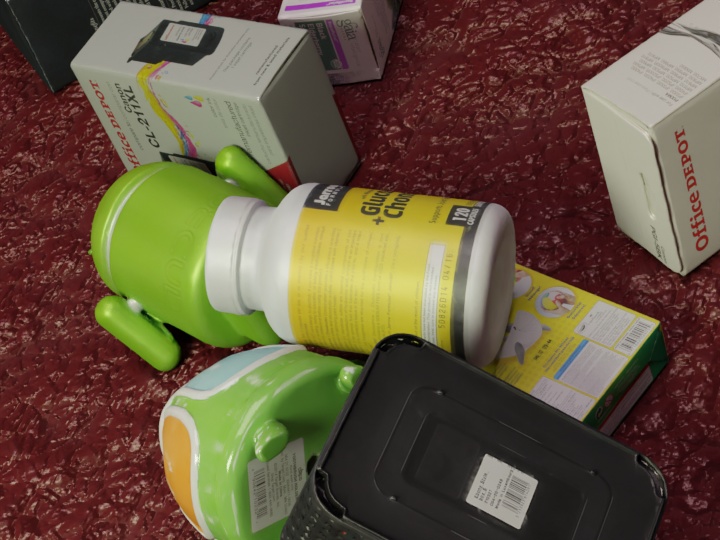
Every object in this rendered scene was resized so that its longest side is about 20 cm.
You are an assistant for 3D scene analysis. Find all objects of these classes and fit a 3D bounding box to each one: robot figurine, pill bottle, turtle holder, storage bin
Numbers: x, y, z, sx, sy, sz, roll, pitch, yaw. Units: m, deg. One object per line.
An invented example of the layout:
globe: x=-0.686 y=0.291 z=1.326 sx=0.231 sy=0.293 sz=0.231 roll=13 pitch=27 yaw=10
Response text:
robot figurine: x=-0.126 y=-0.014 z=1.359 sx=0.199 sy=0.116 sz=0.176 roll=24 pitch=71 yaw=38
pill bottle: x=0.000 y=0.000 z=1.210 sx=0.198 sy=0.113 sz=0.113 roll=7 pitch=49 yaw=15
turtle holder: x=-0.052 y=0.104 z=1.195 sx=0.131 sy=0.141 sz=0.186 roll=15 pitch=56 yaw=41
storage bin: x=0.068 y=0.147 z=1.068 sx=0.199 sy=0.094 sz=0.136 roll=27 pitch=55 yaw=1

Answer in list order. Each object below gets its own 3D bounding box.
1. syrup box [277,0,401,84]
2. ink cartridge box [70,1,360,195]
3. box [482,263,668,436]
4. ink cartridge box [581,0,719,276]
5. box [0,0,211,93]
syrup box: x=-0.009 y=-0.262 z=1.584 sx=0.081 sy=0.079 sz=0.201 roll=-3 pitch=47 yaw=19
ink cartridge box: x=-0.117 y=-0.129 z=1.448 sx=0.199 sy=0.146 sz=0.083 roll=13 pitch=55 yaw=33
box: x=0.101 y=0.055 z=1.249 sx=0.199 sy=0.049 sz=0.117 roll=25 pitch=61 yaw=36
ink cartridge box: x=0.268 y=-0.116 z=1.276 sx=0.199 sy=0.147 sz=0.083 roll=-34 pitch=43 yaw=-14
box: x=-0.267 y=-0.305 z=1.701 sx=0.196 sy=0.125 sz=0.200 roll=-30 pitch=44 yaw=-11
